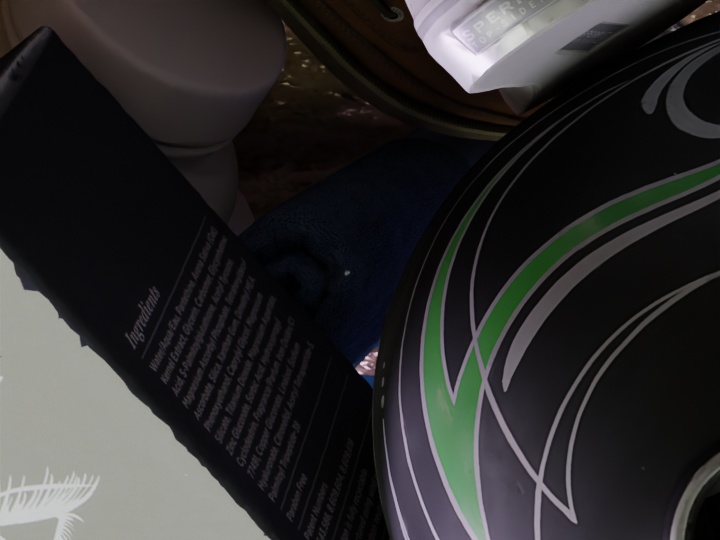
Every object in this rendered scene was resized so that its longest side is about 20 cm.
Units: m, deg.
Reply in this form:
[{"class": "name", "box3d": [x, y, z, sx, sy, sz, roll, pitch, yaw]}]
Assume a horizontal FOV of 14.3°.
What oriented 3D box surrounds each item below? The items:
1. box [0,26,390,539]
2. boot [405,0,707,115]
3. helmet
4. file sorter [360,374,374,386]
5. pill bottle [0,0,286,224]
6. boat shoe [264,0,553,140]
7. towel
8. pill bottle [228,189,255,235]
[{"class": "box", "box3d": [-0.086, 0.060, 0.799, 0.148, 0.104, 0.200, -33, 107, 24]}, {"class": "boot", "box3d": [0.039, -0.098, 0.737, 0.074, 0.096, 0.200, -32, 175, 9]}, {"class": "helmet", "box3d": [0.096, 0.043, 0.755, 0.191, 0.200, 0.200, -46, 134, 10]}, {"class": "file sorter", "box3d": [0.008, 0.117, 1.016, 0.200, 0.123, 0.139, 2, 157, -5]}, {"class": "pill bottle", "box3d": [-0.106, -0.017, 0.891, 0.111, 0.111, 0.200, 21, 128, -24]}, {"class": "boat shoe", "box3d": [0.012, -0.098, 0.842, 0.200, 0.072, 0.068, 27, 151, -33]}, {"class": "towel", "box3d": [0.000, 0.000, 0.921, 0.049, 0.200, 0.112, 49, 118, 5]}, {"class": "pill bottle", "box3d": [-0.092, 0.014, 1.074, 0.111, 0.111, 0.200, 9, 155, 2]}]
